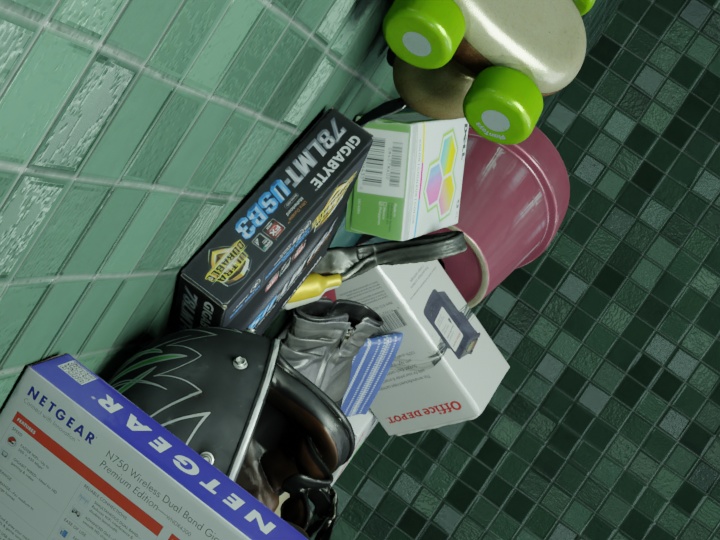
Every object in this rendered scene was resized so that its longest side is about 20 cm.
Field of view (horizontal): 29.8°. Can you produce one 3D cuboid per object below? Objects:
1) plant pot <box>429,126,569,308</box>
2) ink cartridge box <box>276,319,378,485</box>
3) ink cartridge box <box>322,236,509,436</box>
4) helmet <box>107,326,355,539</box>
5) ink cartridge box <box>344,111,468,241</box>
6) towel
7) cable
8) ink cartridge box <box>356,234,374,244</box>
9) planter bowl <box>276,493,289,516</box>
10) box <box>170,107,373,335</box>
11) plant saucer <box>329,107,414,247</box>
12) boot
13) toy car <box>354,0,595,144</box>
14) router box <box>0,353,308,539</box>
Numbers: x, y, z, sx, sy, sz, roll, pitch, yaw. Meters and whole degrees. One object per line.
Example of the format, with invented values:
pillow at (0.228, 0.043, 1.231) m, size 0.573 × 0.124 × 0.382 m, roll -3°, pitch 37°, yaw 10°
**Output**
plant pot at (0.114, -0.056, 1.507) m, size 0.179 × 0.199 × 0.201 m, roll -55°, pitch 175°, yaw -45°
ink cartridge box at (-0.030, 0.122, 1.607) m, size 0.200 × 0.145 × 0.147 m, roll -51°, pitch 172°, yaw -37°
ink cartridge box at (0.044, 0.068, 1.460) m, size 0.144 × 0.201 × 0.084 m, roll -20°, pitch -159°, yaw 45°
helmet at (-0.108, 0.138, 0.965) m, size 0.199 × 0.191 × 0.201 m, roll -35°, pitch -155°, yaw 19°
ink cartridge box at (0.056, -0.094, 1.274) m, size 0.200 × 0.059 × 0.105 m, roll -18°, pitch 116°, yaw -64°
towel at (-0.065, 0.117, 1.400) m, size 0.198 × 0.024 × 0.145 m, roll -7°, pitch 144°, yaw -25°
cable at (0.000, 0.000, 1.256) m, size 0.097 × 0.198 × 0.051 m, roll -103°, pitch -175°, yaw -86°
ink cartridge box at (0.063, -0.003, 1.609) m, size 0.050 × 0.161 × 0.200 m, roll -64°, pitch 171°, yaw 25°
planter bowl at (-0.150, 0.272, 1.532) m, size 0.201 × 0.134 × 0.200 m, roll -54°, pitch 173°, yaw -9°
box at (-0.078, -0.005, 1.092) m, size 0.200 × 0.049 × 0.199 m, roll -51°, pitch 171°, yaw -30°
plant saucer at (0.010, -0.090, 1.391) m, size 0.201 × 0.027 × 0.200 m, roll -55°, pitch 173°, yaw -10°
boot at (-0.077, 0.085, 1.281) m, size 0.199 × 0.070 × 0.132 m, roll -10°, pitch 133°, yaw -45°
toy car at (0.060, -0.177, 1.037) m, size 0.199 × 0.158 × 0.165 m, roll -21°, pitch -146°, yaw 53°
router box at (-0.152, 0.182, 0.803) m, size 0.180 × 0.199 × 0.049 m, roll -56°, pitch 170°, yaw 14°
